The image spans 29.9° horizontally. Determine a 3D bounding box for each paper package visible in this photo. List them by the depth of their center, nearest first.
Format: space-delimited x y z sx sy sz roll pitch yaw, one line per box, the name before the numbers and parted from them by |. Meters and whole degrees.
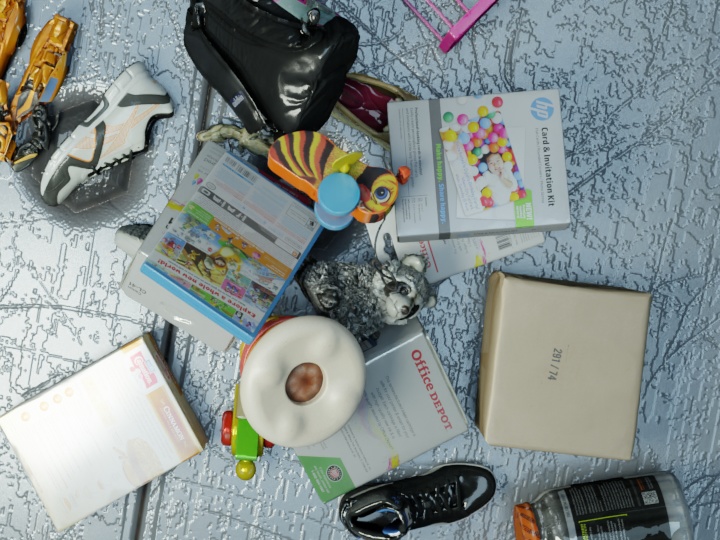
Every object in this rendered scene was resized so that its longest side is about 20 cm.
paper package | 0.238 0.111 1.604 0.187 0.103 0.203 7 92 -2

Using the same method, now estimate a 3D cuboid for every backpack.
backpack | -0.105 -0.260 1.531 0.199 0.126 0.168 38 118 19

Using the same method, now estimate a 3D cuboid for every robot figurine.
robot figurine | -0.417 -0.218 1.584 0.143 0.058 0.202 23 92 -2

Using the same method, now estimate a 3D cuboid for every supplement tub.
supplement tub | 0.288 0.313 1.607 0.197 0.123 0.125 -8 94 -2

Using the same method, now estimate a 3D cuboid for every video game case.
video game case | -0.135 -0.029 1.482 0.142 0.018 0.201 34 48 -4

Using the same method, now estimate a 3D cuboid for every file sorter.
file sorter | 0.133 -0.373 1.554 0.200 0.139 0.126 -44 92 1

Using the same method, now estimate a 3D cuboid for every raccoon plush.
raccoon plush | 0.000 0.000 1.552 0.133 0.097 0.201 -27 49 -8

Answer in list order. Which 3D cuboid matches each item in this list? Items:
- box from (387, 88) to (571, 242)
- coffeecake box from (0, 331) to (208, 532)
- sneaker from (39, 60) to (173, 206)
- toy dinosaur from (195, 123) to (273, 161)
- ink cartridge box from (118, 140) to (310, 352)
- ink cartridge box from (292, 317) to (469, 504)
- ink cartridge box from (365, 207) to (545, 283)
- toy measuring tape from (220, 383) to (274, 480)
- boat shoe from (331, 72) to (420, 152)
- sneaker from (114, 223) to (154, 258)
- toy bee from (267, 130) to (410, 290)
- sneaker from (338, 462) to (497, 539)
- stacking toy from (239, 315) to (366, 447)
box | 0.133 -0.118 1.530 0.197 0.041 0.159 -4 81 1
coffeecake box | -0.304 0.190 1.604 0.198 0.073 0.155 -29 94 0
sneaker | -0.299 -0.148 1.586 0.080 0.074 0.200 41 92 -6
toy dinosaur | -0.097 -0.140 1.585 0.198 0.088 0.048 23 90 -3
ink cartridge box | -0.162 -0.030 1.537 0.146 0.201 0.086 30 137 -5
ink cartridge box | 0.010 0.158 1.591 0.198 0.088 0.147 -26 112 1
ink cartridge box | 0.106 -0.060 1.596 0.197 0.068 0.117 -19 106 -1
toy measuring tape | -0.132 0.154 1.625 0.072 0.074 0.203 3 71 -2
boat shoe | 0.041 -0.178 1.597 0.197 0.066 0.075 21 91 -5
sneaker | -0.213 0.016 1.601 0.199 0.075 0.088 34 110 3
toy bee | -0.003 -0.089 1.486 0.109 0.131 0.201 -44 104 -16
sneaker | 0.072 0.285 1.603 0.197 0.112 0.074 -11 95 -1
stacking toy | -0.093 0.098 1.509 0.144 0.200 0.149 -7 108 -23
